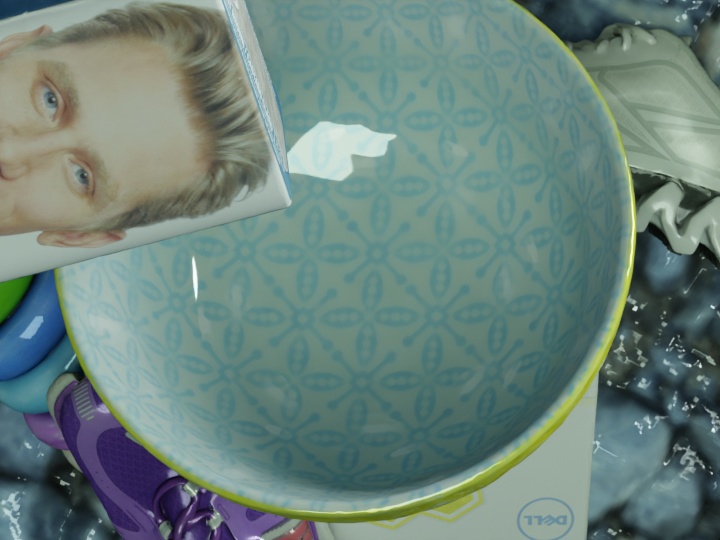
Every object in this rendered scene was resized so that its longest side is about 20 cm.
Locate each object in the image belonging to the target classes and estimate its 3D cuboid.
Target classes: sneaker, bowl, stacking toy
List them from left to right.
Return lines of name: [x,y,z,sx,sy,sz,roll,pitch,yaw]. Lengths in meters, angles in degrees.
stacking toy: [-0.147,-0.002,1.008,0.085,0.085,0.200,-44,124,14]
sneaker: [-0.046,0.110,1.001,0.080,0.084,0.200,-25,120,16]
bowl: [0.000,0.000,0.944,0.199,0.108,0.201,-2,72,8]
sneaker: [0.083,-0.062,1.030,0.199,0.075,0.081,16,101,-14]

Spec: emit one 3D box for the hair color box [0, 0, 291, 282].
hair color box: [-0.131,-0.049,0.861,0.199,0.061,0.100,-15,130,5]

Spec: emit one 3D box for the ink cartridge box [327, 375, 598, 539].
ink cartridge box: [0.018,0.096,1.069,0.145,0.048,0.201,1,122,0]

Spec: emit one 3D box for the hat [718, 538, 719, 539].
hat: [0.195,0.031,1.032,0.200,0.200,0.081,-39,72,13]
